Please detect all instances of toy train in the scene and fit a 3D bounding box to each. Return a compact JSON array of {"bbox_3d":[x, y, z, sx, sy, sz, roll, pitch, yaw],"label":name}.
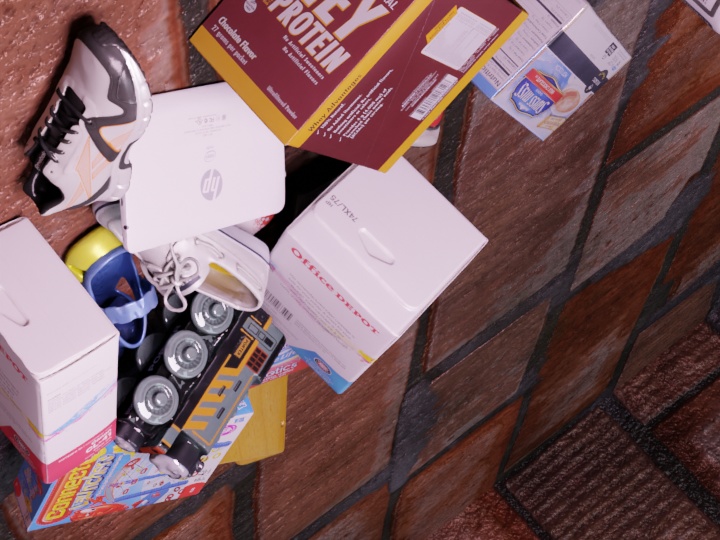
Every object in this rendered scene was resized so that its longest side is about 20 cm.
[{"bbox_3d":[-0.156,0.101,1.526,0.085,0.114,0.200,-11,-137,54],"label":"toy train"}]

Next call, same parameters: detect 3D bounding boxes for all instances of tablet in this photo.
[{"bbox_3d":[-0.136,-0.096,1.399,0.200,0.014,0.130,-19,112,-48],"label":"tablet"}]

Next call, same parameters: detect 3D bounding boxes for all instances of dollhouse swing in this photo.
[{"bbox_3d":[-0.211,0.166,1.881,0.200,0.176,0.182,0,93,-61],"label":"dollhouse swing"}]

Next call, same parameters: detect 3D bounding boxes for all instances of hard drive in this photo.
[{"bbox_3d":[-0.031,-0.065,1.740,0.140,0.033,0.200,-32,158,-26],"label":"hard drive"}]

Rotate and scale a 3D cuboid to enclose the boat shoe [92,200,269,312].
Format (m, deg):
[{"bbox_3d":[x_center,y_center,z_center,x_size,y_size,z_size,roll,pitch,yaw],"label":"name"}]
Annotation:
[{"bbox_3d":[-0.161,-0.007,1.444,0.075,0.086,0.202,-21,147,32],"label":"boat shoe"}]

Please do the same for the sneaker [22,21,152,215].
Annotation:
[{"bbox_3d":[-0.216,-0.109,1.242,0.080,0.074,0.200,-26,154,-30],"label":"sneaker"}]

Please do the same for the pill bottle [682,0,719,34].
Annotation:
[{"bbox_3d":[0.405,-0.330,1.760,0.116,0.200,0.116,-36,160,-15],"label":"pill bottle"}]

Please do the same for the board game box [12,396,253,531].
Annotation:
[{"bbox_3d":[-0.234,0.182,1.625,0.196,0.056,0.200,-9,153,-30],"label":"board game box"}]

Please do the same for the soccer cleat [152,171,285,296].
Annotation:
[{"bbox_3d":[-0.137,-0.046,1.533,0.085,0.069,0.200,-27,160,-46],"label":"soccer cleat"}]

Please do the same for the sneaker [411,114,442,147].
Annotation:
[{"bbox_3d":[0.018,-0.170,1.589,0.200,0.077,0.085,-13,125,-56],"label":"sneaker"}]

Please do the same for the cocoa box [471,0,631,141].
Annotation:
[{"bbox_3d":[0.162,-0.235,1.600,0.131,0.133,0.200,-45,160,10],"label":"cocoa box"}]

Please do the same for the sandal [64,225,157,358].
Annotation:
[{"bbox_3d":[-0.236,0.044,1.503,0.079,0.087,0.200,-34,161,-26],"label":"sandal"}]

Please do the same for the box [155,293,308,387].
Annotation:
[{"bbox_3d":[-0.110,0.056,1.693,0.200,0.100,0.095,-19,153,-23],"label":"box"}]

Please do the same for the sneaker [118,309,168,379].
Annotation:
[{"bbox_3d":[-0.233,0.105,1.646,0.091,0.076,0.200,-2,146,-48],"label":"sneaker"}]

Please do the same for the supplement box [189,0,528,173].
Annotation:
[{"bbox_3d":[0.003,-0.207,1.360,0.197,0.133,0.200,-47,160,15],"label":"supplement box"}]

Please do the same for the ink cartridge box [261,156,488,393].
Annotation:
[{"bbox_3d":[0.000,0.000,1.574,0.146,0.147,0.200,-45,178,-26],"label":"ink cartridge box"}]

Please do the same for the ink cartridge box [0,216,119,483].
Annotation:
[{"bbox_3d":[-0.282,0.073,1.383,0.086,0.148,0.200,-32,159,-27],"label":"ink cartridge box"}]
